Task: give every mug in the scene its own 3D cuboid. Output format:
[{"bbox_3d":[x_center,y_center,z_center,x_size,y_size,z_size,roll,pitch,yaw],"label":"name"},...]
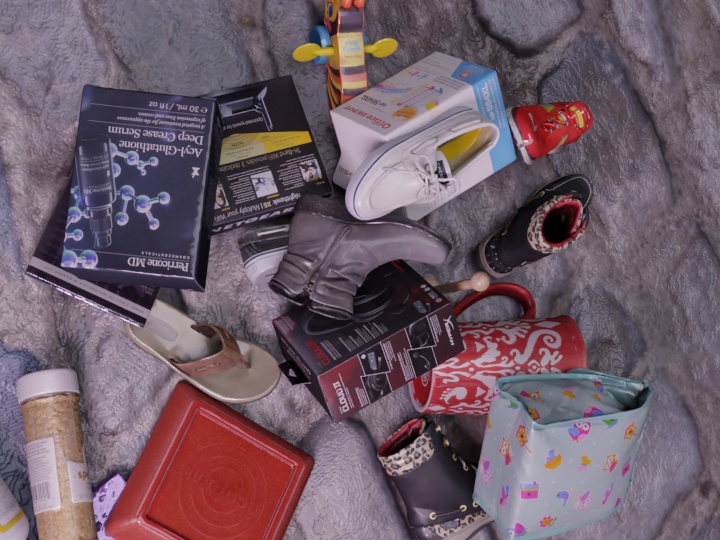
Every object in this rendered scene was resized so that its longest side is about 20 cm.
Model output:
[{"bbox_3d":[0.162,0.112,1.550,0.197,0.178,0.135,0,120,-16],"label":"mug"}]

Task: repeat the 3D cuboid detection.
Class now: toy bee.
[{"bbox_3d":[-0.027,-0.294,1.516,0.130,0.109,0.202,-29,94,-19],"label":"toy bee"}]

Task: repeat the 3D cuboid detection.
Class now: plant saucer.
[{"bbox_3d":[-0.164,0.257,1.418,0.198,0.037,0.202,32,63,-14],"label":"plant saucer"}]

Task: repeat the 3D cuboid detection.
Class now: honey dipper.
[{"bbox_3d":[0.105,0.020,1.478,0.037,0.200,0.039,3,82,-20],"label":"honey dipper"}]

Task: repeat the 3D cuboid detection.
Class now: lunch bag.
[{"bbox_3d":[0.248,0.213,1.451,0.198,0.122,0.172,-5,116,-26],"label":"lunch bag"}]

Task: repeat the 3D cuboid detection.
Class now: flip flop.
[{"bbox_3d":[-0.185,0.090,1.434,0.199,0.058,0.082,32,69,-9],"label":"flip flop"}]

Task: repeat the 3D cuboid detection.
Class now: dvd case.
[{"bbox_3d":[-0.283,-0.053,1.426,0.147,0.016,0.202,26,65,-16],"label":"dvd case"}]

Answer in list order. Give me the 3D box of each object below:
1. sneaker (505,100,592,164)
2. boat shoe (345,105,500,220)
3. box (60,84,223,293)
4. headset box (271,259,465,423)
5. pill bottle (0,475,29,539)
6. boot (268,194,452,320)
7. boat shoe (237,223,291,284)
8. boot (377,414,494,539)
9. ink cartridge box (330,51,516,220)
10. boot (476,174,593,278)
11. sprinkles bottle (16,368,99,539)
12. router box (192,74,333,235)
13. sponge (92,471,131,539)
[{"bbox_3d":[0.246,-0.190,1.568,0.200,0.084,0.078,-27,95,-61],"label":"sneaker"},{"bbox_3d":[0.080,-0.114,1.393,0.201,0.086,0.075,-32,125,-20],"label":"boat shoe"},{"bbox_3d":[-0.236,-0.088,1.346,0.146,0.107,0.203,5,83,-1],"label":"box"},{"bbox_3d":[-0.001,0.081,1.443,0.198,0.149,0.078,-27,122,-13],"label":"headset box"},{"bbox_3d":[-0.424,0.262,1.302,0.111,0.112,0.201,-32,95,-20],"label":"pill bottle"},{"bbox_3d":[0.000,0.000,1.428,0.197,0.070,0.133,13,68,4],"label":"boot"},{"bbox_3d":[-0.055,-0.043,1.494,0.198,0.072,0.072,-14,74,-29],"label":"boat shoe"},{"bbox_3d":[0.127,0.239,1.516,0.202,0.073,0.155,-33,107,-17],"label":"boot"},{"bbox_3d":[0.067,-0.159,1.502,0.199,0.128,0.126,-32,124,-21],"label":"ink cartridge box"},{"bbox_3d":[0.255,-0.069,1.558,0.203,0.154,0.074,-37,94,-25],"label":"boot"},{"bbox_3d":[-0.333,0.212,1.347,0.067,0.068,0.203,-6,76,-21],"label":"sprinkles bottle"},{"bbox_3d":[-0.151,-0.134,1.465,0.198,0.052,0.159,-16,81,-24],"label":"router box"},{"bbox_3d":[-0.262,0.343,1.397,0.111,0.030,0.201,-39,98,-21],"label":"sponge"}]
